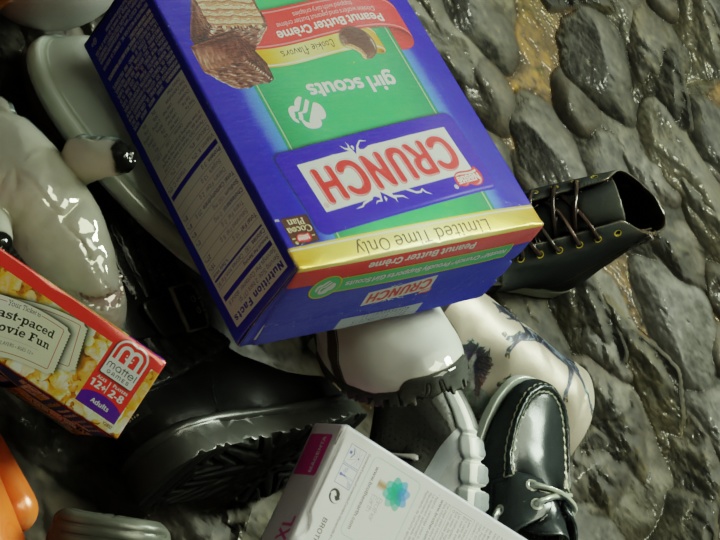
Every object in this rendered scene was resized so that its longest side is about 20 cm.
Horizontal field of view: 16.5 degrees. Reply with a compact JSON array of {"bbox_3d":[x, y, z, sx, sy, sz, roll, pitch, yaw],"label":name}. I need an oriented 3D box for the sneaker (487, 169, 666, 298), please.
[{"bbox_3d":[0.107,-0.032,1.625,0.200,0.106,0.075,-1,67,-49],"label":"sneaker"}]

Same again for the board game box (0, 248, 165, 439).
[{"bbox_3d":[-0.198,0.008,1.189,0.200,0.151,0.046,35,80,-10],"label":"board game box"}]

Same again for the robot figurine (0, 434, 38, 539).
[{"bbox_3d":[-0.224,0.105,1.154,0.144,0.117,0.200,-21,81,-16],"label":"robot figurine"}]

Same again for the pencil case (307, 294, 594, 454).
[{"bbox_3d":[0.060,0.057,1.539,0.200,0.089,0.078,36,11,-29],"label":"pencil case"}]

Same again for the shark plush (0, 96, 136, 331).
[{"bbox_3d":[-0.195,-0.038,1.279,0.091,0.200,0.083,-47,146,-26],"label":"shark plush"}]

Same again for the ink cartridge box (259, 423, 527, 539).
[{"bbox_3d":[0.032,0.181,1.361,0.200,0.042,0.120,33,74,-26],"label":"ink cartridge box"}]

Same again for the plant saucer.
[{"bbox_3d":[-0.100,-0.070,1.395,0.200,0.050,0.200,44,13,-13],"label":"plant saucer"}]

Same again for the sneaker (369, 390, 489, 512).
[{"bbox_3d":[0.012,0.148,1.411,0.115,0.075,0.201,2,77,-42],"label":"sneaker"}]

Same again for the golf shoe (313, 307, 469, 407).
[{"bbox_3d":[0.000,0.000,1.385,0.078,0.095,0.200,-17,35,-15],"label":"golf shoe"}]

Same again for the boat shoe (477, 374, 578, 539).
[{"bbox_3d":[0.102,0.160,1.478,0.075,0.060,0.201,14,76,-34],"label":"boat shoe"}]

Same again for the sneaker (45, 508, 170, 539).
[{"bbox_3d":[-0.122,0.185,1.210,0.076,0.199,0.115,10,77,2],"label":"sneaker"}]

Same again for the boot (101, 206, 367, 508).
[{"bbox_3d":[-0.092,0.043,1.375,0.158,0.079,0.211,57,22,18],"label":"boot"}]

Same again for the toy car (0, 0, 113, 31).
[{"bbox_3d":[-0.167,-0.198,1.421,0.200,0.177,0.184,-45,111,-23],"label":"toy car"}]

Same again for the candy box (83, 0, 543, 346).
[{"bbox_3d":[-0.026,-0.071,1.321,0.169,0.077,0.200,-11,63,-38],"label":"candy box"}]
